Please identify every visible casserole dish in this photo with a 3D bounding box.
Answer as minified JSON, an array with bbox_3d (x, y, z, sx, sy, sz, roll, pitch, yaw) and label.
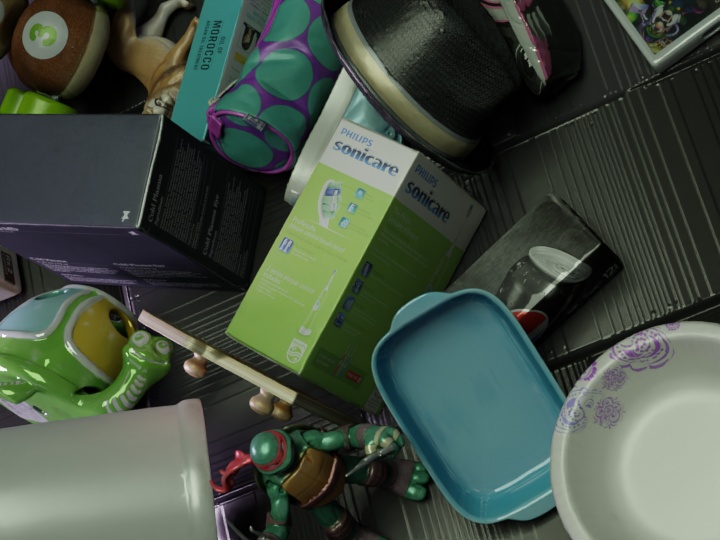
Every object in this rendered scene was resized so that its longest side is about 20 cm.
[{"bbox_3d":[0.092,0.102,1.319,0.121,0.039,0.200,-31,100,6],"label":"casserole dish"}]

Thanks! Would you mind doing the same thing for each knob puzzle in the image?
[{"bbox_3d":[-0.104,0.086,1.381,0.219,0.220,0.031,26,86,31],"label":"knob puzzle"}]

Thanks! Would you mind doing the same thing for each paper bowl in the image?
[{"bbox_3d":[0.247,0.145,1.239,0.200,0.104,0.201,-8,70,24],"label":"paper bowl"}]

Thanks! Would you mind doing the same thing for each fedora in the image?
[{"bbox_3d":[0.062,-0.177,1.385,0.092,0.200,0.201,-42,59,24],"label":"fedora"}]

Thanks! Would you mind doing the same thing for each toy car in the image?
[{"bbox_3d":[-0.344,-0.237,1.591,0.158,0.200,0.165,20,88,66],"label":"toy car"}]

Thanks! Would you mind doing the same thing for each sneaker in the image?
[{"bbox_3d":[0.009,-0.131,1.485,0.082,0.074,0.200,25,79,1],"label":"sneaker"},{"bbox_3d":[0.116,-0.224,1.460,0.086,0.080,0.200,-42,58,35],"label":"sneaker"}]

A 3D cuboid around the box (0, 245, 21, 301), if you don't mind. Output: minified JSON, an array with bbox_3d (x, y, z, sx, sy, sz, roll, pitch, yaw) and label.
[{"bbox_3d":[-0.438,-0.070,1.601,0.130,0.200,0.199,-23,64,19],"label":"box"}]

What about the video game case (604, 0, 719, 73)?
[{"bbox_3d":[0.271,-0.291,1.424,0.182,0.023,0.200,-36,62,11],"label":"video game case"}]

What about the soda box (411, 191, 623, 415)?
[{"bbox_3d":[0.112,0.034,1.369,0.200,0.063,0.071,-44,59,8],"label":"soda box"}]

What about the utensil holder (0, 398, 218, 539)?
[{"bbox_3d":[-0.218,0.197,1.373,0.199,0.170,0.170,-6,68,-7],"label":"utensil holder"}]

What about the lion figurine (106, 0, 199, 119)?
[{"bbox_3d":[-0.194,-0.199,1.608,0.123,0.072,0.200,-54,44,10],"label":"lion figurine"}]

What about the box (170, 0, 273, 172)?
[{"bbox_3d":[-0.110,-0.197,1.546,0.049,0.082,0.201,6,75,37],"label":"box"}]

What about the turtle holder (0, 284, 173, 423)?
[{"bbox_3d":[-0.253,0.079,1.482,0.141,0.185,0.132,33,67,-10],"label":"turtle holder"}]

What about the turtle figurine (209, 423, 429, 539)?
[{"bbox_3d":[-0.029,0.164,1.314,0.150,0.200,0.101,-45,54,9],"label":"turtle figurine"}]

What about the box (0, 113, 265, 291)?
[{"bbox_3d":[-0.217,-0.059,1.497,0.200,0.182,0.104,3,75,27],"label":"box"}]

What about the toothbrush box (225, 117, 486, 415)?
[{"bbox_3d":[0.000,0.000,1.389,0.086,0.146,0.200,28,87,32],"label":"toothbrush box"}]

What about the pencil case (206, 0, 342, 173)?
[{"bbox_3d":[-0.063,-0.189,1.497,0.085,0.092,0.200,-34,29,63],"label":"pencil case"}]
